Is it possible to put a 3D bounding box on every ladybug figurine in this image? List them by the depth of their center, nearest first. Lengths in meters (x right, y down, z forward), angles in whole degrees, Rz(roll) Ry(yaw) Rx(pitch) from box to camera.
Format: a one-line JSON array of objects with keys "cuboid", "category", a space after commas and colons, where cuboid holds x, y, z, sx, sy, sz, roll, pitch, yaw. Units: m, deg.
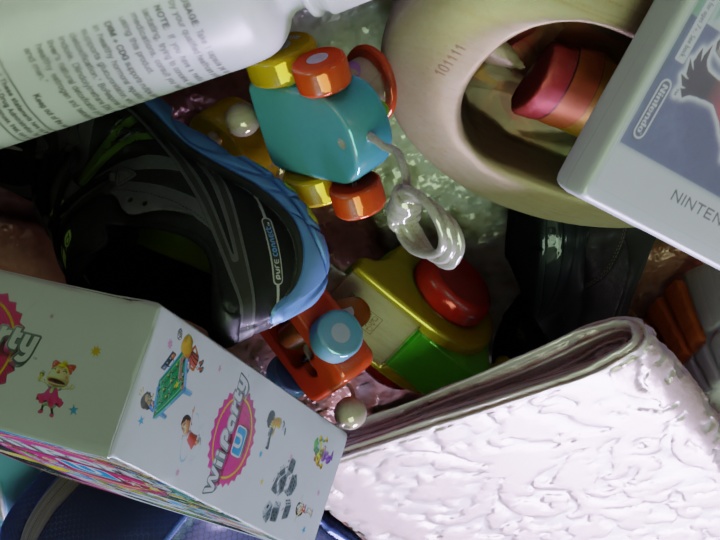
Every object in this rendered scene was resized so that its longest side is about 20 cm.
[{"cuboid": [0.098, -0.088, 0.856, 0.200, 0.072, 0.136, 22, 125, -27], "category": "ladybug figurine"}]

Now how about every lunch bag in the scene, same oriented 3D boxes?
[{"cuboid": [-0.078, 0.156, 1.014, 0.136, 0.132, 0.200, -46, 130, -5], "category": "lunch bag"}]

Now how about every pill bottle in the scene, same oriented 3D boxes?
[{"cuboid": [-0.094, -0.123, 0.763, 0.199, 0.114, 0.114, -17, 134, 8], "category": "pill bottle"}]

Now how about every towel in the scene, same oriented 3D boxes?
[{"cuboid": [0.090, 0.100, 0.959, 0.191, 0.032, 0.200, -20, 144, 22], "category": "towel"}]

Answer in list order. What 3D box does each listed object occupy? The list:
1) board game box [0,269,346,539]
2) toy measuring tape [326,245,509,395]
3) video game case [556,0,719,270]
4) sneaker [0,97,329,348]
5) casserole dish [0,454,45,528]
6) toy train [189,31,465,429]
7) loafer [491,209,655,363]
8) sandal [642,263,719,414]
[{"cuboid": [-0.111, 0.054, 0.816, 0.147, 0.064, 0.200, 12, 167, 25], "category": "board game box"}, {"cuboid": [0.000, 0.000, 0.946, 0.200, 0.074, 0.074, 38, 120, -10], "category": "toy measuring tape"}, {"cuboid": [0.195, -0.091, 0.829, 0.182, 0.023, 0.200, 23, 98, -38], "category": "video game case"}, {"cuboid": [-0.107, -0.031, 0.822, 0.199, 0.083, 0.071, 30, 137, 24], "category": "sneaker"}, {"cuboid": [-0.206, 0.120, 1.028, 0.121, 0.039, 0.200, -3, 134, -6], "category": "casserole dish"}, {"cuboid": [-0.010, -0.024, 0.845, 0.056, 0.150, 0.200, -35, 173, -31], "category": "toy train"}, {"cuboid": [0.109, 0.035, 0.978, 0.072, 0.073, 0.200, -6, 135, -10], "category": "loafer"}, {"cuboid": [0.162, 0.071, 1.020, 0.059, 0.079, 0.207, 18, 136, -23], "category": "sandal"}]
